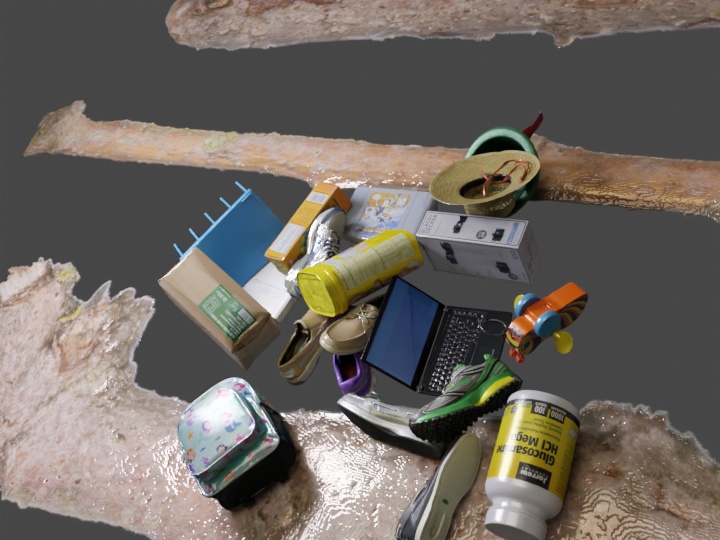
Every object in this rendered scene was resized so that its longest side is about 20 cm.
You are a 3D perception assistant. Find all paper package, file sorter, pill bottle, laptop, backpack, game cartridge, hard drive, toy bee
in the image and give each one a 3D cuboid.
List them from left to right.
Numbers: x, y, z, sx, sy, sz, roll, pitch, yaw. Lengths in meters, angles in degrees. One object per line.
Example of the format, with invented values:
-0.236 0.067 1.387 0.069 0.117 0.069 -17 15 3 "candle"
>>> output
-0.262 0.074 1.497 0.200 0.191 0.103 42 78 12 "paper package"
-0.229 0.288 1.389 0.177 0.151 0.200 -37 42 0 "backpack"
-0.272 -0.066 1.669 0.200 0.139 0.123 -46 31 -4 "file sorter"
-0.160 0.006 1.645 0.131 0.026 0.200 18 65 37 "hard drive"
0.050 -0.105 1.612 0.199 0.042 0.134 8 56 32 "game cartridge"
0.133 0.113 1.352 0.199 0.103 0.178 5 59 31 "laptop"
0.278 0.092 1.307 0.199 0.109 0.131 -6 40 -7 "toy bee"
0.246 0.286 1.151 0.112 0.113 0.201 4 58 30 "pill bottle"

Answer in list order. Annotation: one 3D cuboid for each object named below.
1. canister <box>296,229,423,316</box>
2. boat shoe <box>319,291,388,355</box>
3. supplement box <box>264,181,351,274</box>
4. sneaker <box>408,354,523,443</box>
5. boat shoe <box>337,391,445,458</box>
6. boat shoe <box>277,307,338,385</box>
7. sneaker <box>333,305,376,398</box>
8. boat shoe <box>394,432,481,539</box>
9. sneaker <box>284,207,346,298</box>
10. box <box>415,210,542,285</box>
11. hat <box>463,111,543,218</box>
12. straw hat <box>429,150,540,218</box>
0.000 0.000 1.463 0.199 0.087 0.148 -28 13 -21 "canister"
0.007 0.086 1.398 0.072 0.065 0.199 38 40 28 "boat shoe"
-0.105 -0.084 1.617 0.069 0.067 0.200 20 68 44 "supplement box"
0.157 0.203 1.263 0.199 0.078 0.085 -24 51 -24 "sneaker"
0.054 0.246 1.317 0.201 0.075 0.065 15 57 31 "boat shoe"
-0.093 0.114 1.490 0.071 0.076 0.201 4 55 34 "boat shoe"
-0.012 0.138 1.424 0.080 0.084 0.201 -19 48 14 "sneaker"
0.119 0.331 1.216 0.067 0.072 0.200 -3 47 52 "boat shoe"
-0.066 -0.029 1.563 0.085 0.077 0.201 14 75 44 "sneaker"
0.211 -0.042 1.421 0.199 0.117 0.060 8 59 33 "box"
0.313 -0.193 1.550 0.166 0.176 0.200 46 117 28 "hat"
0.230 -0.134 1.431 0.200 0.085 0.201 -15 32 9 "straw hat"
